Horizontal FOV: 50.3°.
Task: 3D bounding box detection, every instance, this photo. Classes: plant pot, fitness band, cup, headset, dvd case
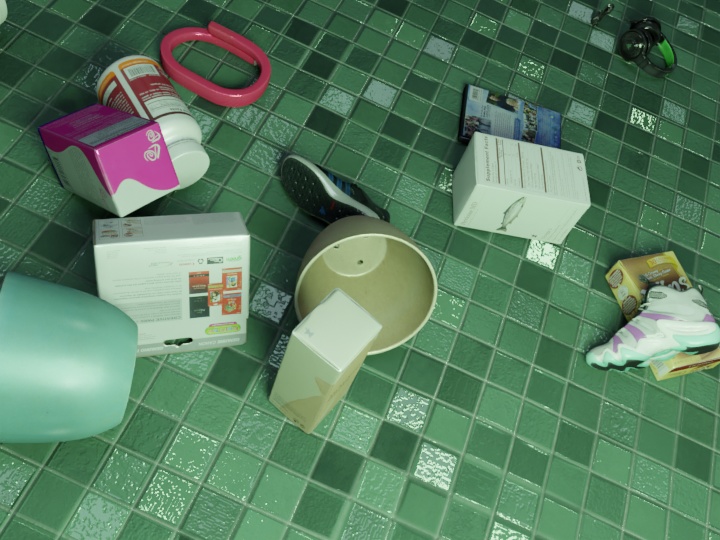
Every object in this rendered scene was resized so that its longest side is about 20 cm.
[{"bbox_3d":[-0.359,0.113,0.924,0.160,0.201,0.202,11,56,-21],"label":"plant pot"},{"bbox_3d":[-0.254,-0.362,1.343,0.199,0.038,0.144,28,58,4],"label":"fitness band"},{"bbox_3d":[0.000,0.000,1.109,0.199,0.202,0.144,6,31,-12],"label":"cup"},{"bbox_3d":[0.591,-0.491,1.650,0.200,0.094,0.124,46,53,-3],"label":"headset"},{"bbox_3d":[0.283,-0.269,1.442,0.198,0.018,0.144,16,56,-7],"label":"dvd case"}]

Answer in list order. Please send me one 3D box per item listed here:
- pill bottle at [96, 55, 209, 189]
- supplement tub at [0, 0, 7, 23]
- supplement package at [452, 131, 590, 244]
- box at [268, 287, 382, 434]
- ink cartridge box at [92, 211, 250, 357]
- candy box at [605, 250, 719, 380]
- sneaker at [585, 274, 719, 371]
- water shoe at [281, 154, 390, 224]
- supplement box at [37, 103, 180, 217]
[{"bbox_3d":[-0.319,-0.227,1.191,0.112,0.113,0.201,-24,68,-27],"label":"pill bottle"},{"bbox_3d":[-0.660,-0.382,1.174,0.144,0.145,0.201,29,56,4],"label":"supplement tub"},{"bbox_3d":[0.266,-0.137,1.294,0.198,0.117,0.118,9,57,-9],"label":"supplement package"},{"bbox_3d":[-0.050,0.121,0.993,0.078,0.200,0.095,39,57,10],"label":"box"},{"bbox_3d":[-0.257,0.020,1.053,0.198,0.177,0.084,-4,29,-18],"label":"ink cartridge box"},{"bbox_3d":[0.503,0.072,1.266,0.115,0.055,0.201,-9,62,-19],"label":"candy box"},{"bbox_3d":[0.441,0.074,1.194,0.198,0.078,0.141,-14,65,14],"label":"sneaker"},{"bbox_3d":[-0.042,-0.116,1.239,0.200,0.072,0.079,40,29,13],"label":"water shoe"},{"bbox_3d":[-0.359,-0.161,1.088,0.103,0.102,0.199,-32,37,-29],"label":"supplement box"}]
